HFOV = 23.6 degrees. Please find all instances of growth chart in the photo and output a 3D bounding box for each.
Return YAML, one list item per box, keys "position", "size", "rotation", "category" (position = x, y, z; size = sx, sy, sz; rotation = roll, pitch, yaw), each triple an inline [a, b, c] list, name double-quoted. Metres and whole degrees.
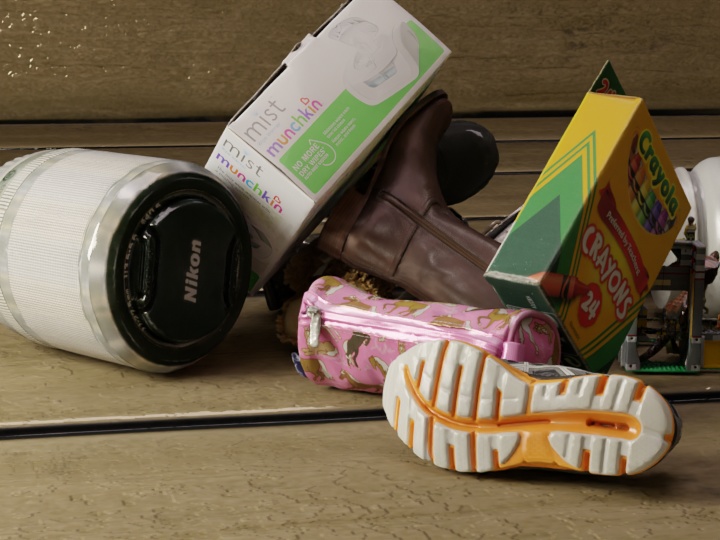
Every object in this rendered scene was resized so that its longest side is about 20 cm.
- position: [0.108, -0.026, 1.548]
  size: [0.200, 0.018, 0.145]
  rotation: [-36, -6, -36]
  category: "growth chart"

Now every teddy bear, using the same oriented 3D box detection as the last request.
- position: [0.000, 0.000, 1.435]
  size: [0.144, 0.067, 0.200]
  rotation: [-30, 23, 17]
  category: "teddy bear"

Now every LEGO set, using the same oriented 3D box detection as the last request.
- position: [0.275, 0.011, 1.361]
  size: [0.198, 0.117, 0.154]
  rotation: [2, 10, 9]
  category: "LEGO set"

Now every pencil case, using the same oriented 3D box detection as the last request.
- position: [0.046, 0.055, 1.210]
  size: [0.199, 0.083, 0.086]
  rotation: [9, 25, 37]
  category: "pencil case"

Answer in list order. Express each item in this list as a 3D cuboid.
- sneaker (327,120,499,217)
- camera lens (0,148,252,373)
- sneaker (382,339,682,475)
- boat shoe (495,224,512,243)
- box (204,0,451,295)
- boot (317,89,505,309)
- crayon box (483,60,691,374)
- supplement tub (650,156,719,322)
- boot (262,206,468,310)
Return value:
- position: [0.031, -0.080, 1.552]
  size: [0.199, 0.076, 0.091]
  rotation: [-17, 4, 28]
  category: "sneaker"
- position: [-0.196, -0.012, 1.343]
  size: [0.199, 0.161, 0.159]
  rotation: [10, 13, 42]
  category: "camera lens"
- position: [0.106, 0.091, 1.065]
  size: [0.199, 0.079, 0.077]
  rotation: [10, 0, 29]
  category: "sneaker"
- position: [0.134, 0.011, 1.457]
  size: [0.072, 0.072, 0.200]
  rotation: [37, 40, 17]
  category: "boat shoe"
- position: [-0.042, -0.108, 1.402]
  size: [0.200, 0.097, 0.177]
  rotation: [-49, -1, -33]
  category: "box"
- position: [0.093, -0.032, 1.363]
  size: [0.199, 0.187, 0.064]
  rotation: [30, -25, 13]
  category: "boot"
- position: [0.174, -0.036, 1.237]
  size: [0.051, 0.201, 0.127]
  rotation: [11, -30, 38]
  category: "crayon box"
- position: [0.358, -0.027, 1.501]
  size: [0.198, 0.146, 0.144]
  rotation: [0, 10, -2]
  category: "supplement tub"
- position: [0.005, -0.022, 1.560]
  size: [0.173, 0.070, 0.200]
  rotation: [-13, 4, 18]
  category: "boot"
